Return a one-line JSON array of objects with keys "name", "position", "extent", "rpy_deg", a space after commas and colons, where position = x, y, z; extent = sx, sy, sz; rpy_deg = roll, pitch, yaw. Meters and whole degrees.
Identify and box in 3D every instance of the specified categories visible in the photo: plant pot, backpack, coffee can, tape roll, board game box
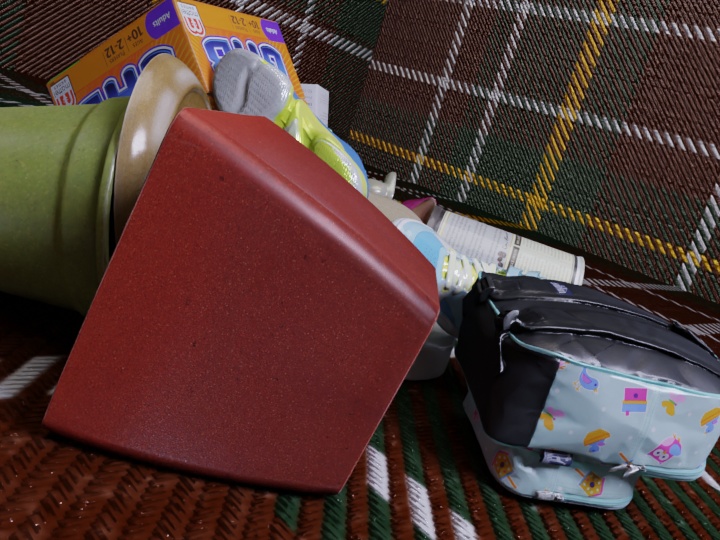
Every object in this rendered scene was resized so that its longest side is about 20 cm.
[{"name": "plant pot", "position": [-0.254, -0.053, 0.542], "extent": [0.181, 0.204, 0.201], "rpy_deg": [6, 12, 1]}, {"name": "backpack", "position": [0.184, 0.095, 0.541], "extent": [0.196, 0.156, 0.176], "rpy_deg": [6, 16, -6]}, {"name": "coffee can", "position": [0.165, 0.019, 0.859], "extent": [0.197, 0.148, 0.146], "rpy_deg": [20, 13, 9]}, {"name": "tape roll", "position": [0.005, 0.056, 0.731], "extent": [0.200, 0.038, 0.203], "rpy_deg": [17, 13, -4]}, {"name": "plant pot", "position": [-0.053, 0.027, 0.452], "extent": [0.174, 0.202, 0.200], "rpy_deg": [28, 12, 0]}, {"name": "plant pot", "position": [-0.148, -0.068, 0.543], "extent": [0.027, 0.203, 0.200], "rpy_deg": [7, 12, 1]}, {"name": "board game box", "position": [-0.187, -0.159, 0.773], "extent": [0.198, 0.203, 0.199], "rpy_deg": [-20, 3, 27]}]

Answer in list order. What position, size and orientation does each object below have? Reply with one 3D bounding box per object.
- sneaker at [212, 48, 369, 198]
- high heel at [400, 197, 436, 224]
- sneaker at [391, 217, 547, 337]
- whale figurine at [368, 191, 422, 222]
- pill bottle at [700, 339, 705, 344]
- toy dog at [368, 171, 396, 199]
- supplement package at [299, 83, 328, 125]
[{"name": "sneaker", "position": [-0.063, -0.127, 0.658], "extent": [0.201, 0.076, 0.105], "rpy_deg": [52, 12, 12]}, {"name": "high heel", "position": [0.062, -0.046, 0.877], "extent": [0.068, 0.096, 0.201], "rpy_deg": [50, 15, -21]}, {"name": "sneaker", "position": [0.113, 0.009, 0.637], "extent": [0.129, 0.081, 0.199], "rpy_deg": [3, -20, 37]}, {"name": "whale figurine", "position": [0.000, 0.000, 0.713], "extent": [0.157, 0.105, 0.201], "rpy_deg": [19, 37, -4]}, {"name": "pill bottle", "position": [0.281, 0.109, 0.716], "extent": [0.198, 0.113, 0.111], "rpy_deg": [10, 14, -32]}, {"name": "toy dog", "position": [-0.052, -0.114, 1.220], "extent": [0.197, 0.140, 0.196], "rpy_deg": [17, 43, -8]}, {"name": "supplement package", "position": [-0.111, -0.155, 0.938], "extent": [0.119, 0.204, 0.120], "rpy_deg": [3, 11, 3]}]
